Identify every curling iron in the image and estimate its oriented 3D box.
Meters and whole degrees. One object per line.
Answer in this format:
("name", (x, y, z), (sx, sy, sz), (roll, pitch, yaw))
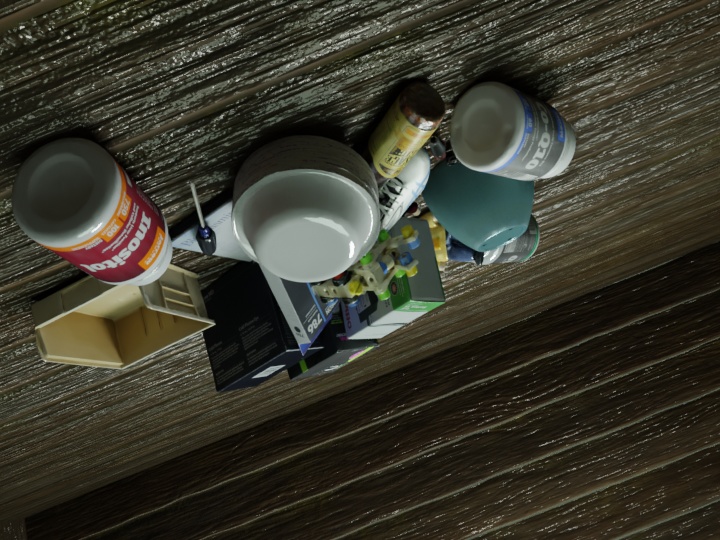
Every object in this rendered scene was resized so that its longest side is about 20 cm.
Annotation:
("curling iron", (0.121, -0.176, 0.886), (0.048, 0.026, 0.199), (-11, 178, 19))

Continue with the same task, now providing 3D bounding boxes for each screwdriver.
("screwdriver", (-0.213, -0.064, 0.818), (0.029, 0.028, 0.201), (-46, 171, -16))

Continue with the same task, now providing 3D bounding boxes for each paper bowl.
("paper bowl", (-0.070, -0.064, 0.806), (0.194, 0.107, 0.203), (-3, 141, -3))

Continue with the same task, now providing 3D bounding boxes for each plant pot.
("plant pot", (0.217, -0.115, 1.058), (0.195, 0.138, 0.201), (-19, 163, -6))

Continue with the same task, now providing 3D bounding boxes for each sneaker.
("sneaker", (0.040, -0.107, 0.930), (0.201, 0.071, 0.073), (-52, -175, 40))

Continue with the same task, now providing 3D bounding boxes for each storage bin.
("storage bin", (-0.373, 0.070, 0.984), (0.196, 0.096, 0.198), (-24, 163, 11))

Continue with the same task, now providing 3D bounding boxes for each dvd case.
("dvd case", (-0.182, -0.062, 0.944), (0.140, 0.018, 0.198), (-29, 161, 23))

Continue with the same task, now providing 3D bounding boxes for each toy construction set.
("toy construction set", (0.000, 0.000, 0.944), (0.131, 0.093, 0.199), (-43, -171, -29))

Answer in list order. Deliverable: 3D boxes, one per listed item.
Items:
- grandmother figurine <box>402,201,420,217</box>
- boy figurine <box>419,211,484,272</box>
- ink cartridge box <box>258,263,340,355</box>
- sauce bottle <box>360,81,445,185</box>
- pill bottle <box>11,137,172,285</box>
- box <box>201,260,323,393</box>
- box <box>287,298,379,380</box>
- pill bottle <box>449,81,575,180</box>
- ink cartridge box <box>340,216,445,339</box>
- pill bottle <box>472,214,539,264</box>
("grandmother figurine", (0.051, -0.089, 1.075), (0.119, 0.062, 0.201), (-28, 167, -11))
("boy figurine", (0.140, -0.058, 1.191), (0.194, 0.128, 0.065), (5, -155, 18))
("ink cartridge box", (-0.087, 0.036, 0.992), (0.038, 0.100, 0.203), (9, 136, 33))
("sauce bottle", (0.040, -0.163, 0.829), (0.064, 0.068, 0.200), (-10, 160, -29))
("pill bottle", (-0.285, -0.052, 0.696), (0.110, 0.116, 0.201), (-20, 163, -2))
("box", (-0.188, 0.094, 1.120), (0.198, 0.187, 0.103), (-31, 161, 32))
("box", (-0.079, 0.082, 1.180), (0.122, 0.205, 0.147), (0, 153, -48))
("pill bottle", (0.223, -0.190, 0.878), (0.197, 0.117, 0.113), (-2, 155, -48))
("ink cartridge box", (0.044, 0.019, 1.066), (0.081, 0.151, 0.199), (2, 156, -34))
("pill bottle", (0.276, -0.072, 1.288), (0.196, 0.116, 0.113), (-4, 157, -41))
